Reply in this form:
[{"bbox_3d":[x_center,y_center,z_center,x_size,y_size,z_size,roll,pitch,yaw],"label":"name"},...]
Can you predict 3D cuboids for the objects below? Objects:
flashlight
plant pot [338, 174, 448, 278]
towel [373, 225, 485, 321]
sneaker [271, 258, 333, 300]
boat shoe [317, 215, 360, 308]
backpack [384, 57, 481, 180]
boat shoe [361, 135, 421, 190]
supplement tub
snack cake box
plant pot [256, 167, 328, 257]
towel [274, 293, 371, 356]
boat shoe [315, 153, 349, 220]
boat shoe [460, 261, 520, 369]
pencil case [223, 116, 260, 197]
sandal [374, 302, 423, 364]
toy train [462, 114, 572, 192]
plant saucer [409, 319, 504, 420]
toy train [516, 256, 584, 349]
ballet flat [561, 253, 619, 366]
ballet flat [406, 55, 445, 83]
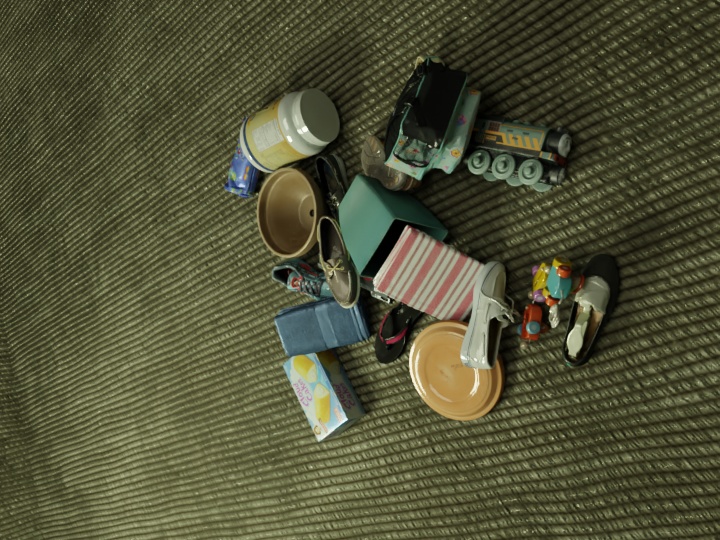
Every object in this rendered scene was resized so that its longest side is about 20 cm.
[{"bbox_3d":[0.000,0.000,1.508,0.200,0.068,0.068,22,143,34],"label":"flashlight"},{"bbox_3d":[0.048,-0.096,1.409,0.141,0.141,0.200,-58,41,27],"label":"plant pot"},{"bbox_3d":[0.141,0.012,1.334,0.147,0.199,0.030,-59,13,26],"label":"towel"},{"bbox_3d":[-0.123,0.034,1.590,0.200,0.095,0.080,20,107,36],"label":"sneaker"},{"bbox_3d":[-0.050,-0.020,1.470,0.072,0.059,0.201,-16,72,20],"label":"boat shoe"},{"bbox_3d":[0.123,-0.261,1.278,0.200,0.153,0.176,141,148,-67],"label":"backpack"},{"bbox_3d":[0.061,-0.216,1.434,0.076,0.072,0.200,-66,34,27],"label":"boat shoe"},{"bbox_3d":[-0.158,-0.314,1.569,0.200,0.144,0.145,-16,82,40],"label":"supplement tub"},{"bbox_3d":[-0.085,0.271,1.592,0.115,0.067,0.200,-43,65,33],"label":"snack cake box"},{"bbox_3d":[-0.140,-0.131,1.597,0.200,0.093,0.202,3,95,41],"label":"plant pot"},{"bbox_3d":[-0.081,0.120,1.537,0.199,0.049,0.112,-14,99,9],"label":"towel"},{"bbox_3d":[-0.054,-0.163,1.545,0.069,0.057,0.201,-27,75,38],"label":"boat shoe"},{"bbox_3d":[0.246,0.081,1.261,0.086,0.075,0.203,5,72,46],"label":"boat shoe"},{"bbox_3d":[-0.273,-0.276,1.713,0.087,0.078,0.201,51,127,53],"label":"pencil case"},{"bbox_3d":[0.076,0.111,1.457,0.075,0.045,0.200,45,120,29],"label":"sandal"},{"bbox_3d":[0.277,-0.211,1.245,0.200,0.085,0.114,19,95,38],"label":"toy train"},{"bbox_3d":[0.181,0.196,1.357,0.200,0.032,0.201,9,107,31],"label":"plant saucer"},{"bbox_3d":[0.328,0.058,1.196,0.200,0.055,0.151,114,166,-77],"label":"toy train"},{"bbox_3d":[0.385,0.072,1.173,0.068,0.068,0.201,17,104,28],"label":"ballet flat"},{"bbox_3d":[0.105,-0.331,1.392,0.069,0.069,0.201,33,113,34],"label":"ballet flat"}]
